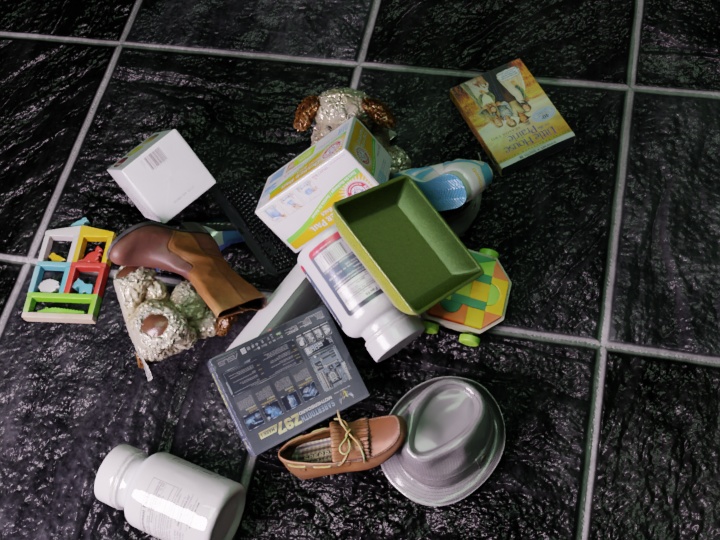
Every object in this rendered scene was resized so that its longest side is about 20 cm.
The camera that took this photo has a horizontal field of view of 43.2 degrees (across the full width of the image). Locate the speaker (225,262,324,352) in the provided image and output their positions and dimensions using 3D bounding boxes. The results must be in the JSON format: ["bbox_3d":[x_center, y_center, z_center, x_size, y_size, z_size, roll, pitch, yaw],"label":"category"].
[{"bbox_3d":[-0.125,0.080,1.450,0.081,0.081,0.200,31,70,22],"label":"speaker"}]

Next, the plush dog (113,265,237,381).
[{"bbox_3d":[-0.283,0.075,1.457,0.171,0.161,0.200,-18,41,-22],"label":"plush dog"}]

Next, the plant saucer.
[{"bbox_3d":[0.063,-0.033,1.350,0.200,0.048,0.200,52,40,9],"label":"plant saucer"}]

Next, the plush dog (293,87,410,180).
[{"bbox_3d":[-0.017,-0.243,1.541,0.199,0.172,0.161,-2,63,8],"label":"plush dog"}]

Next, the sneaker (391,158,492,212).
[{"bbox_3d":[0.126,-0.135,1.451,0.081,0.077,0.200,-30,20,-30],"label":"sneaker"}]

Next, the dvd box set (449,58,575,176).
[{"bbox_3d":[0.265,-0.272,1.605,0.146,0.029,0.200,-24,61,-4],"label":"dvd box set"}]

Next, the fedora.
[{"bbox_3d":[0.117,0.234,1.324,0.200,0.090,0.177,-41,64,-13],"label":"fedora"}]

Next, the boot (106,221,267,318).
[{"bbox_3d":[-0.269,0.011,1.403,0.200,0.188,0.069,47,120,29],"label":"boot"}]

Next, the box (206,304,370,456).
[{"bbox_3d":[-0.108,0.164,1.368,0.199,0.051,0.158,-26,84,-18],"label":"box"}]

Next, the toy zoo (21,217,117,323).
[{"bbox_3d":[-0.501,-0.004,1.584,0.131,0.020,0.201,2,63,10],"label":"toy zoo"}]

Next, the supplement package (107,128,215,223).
[{"bbox_3d":[-0.339,-0.159,1.532,0.114,0.110,0.200,-41,19,-14],"label":"supplement package"}]

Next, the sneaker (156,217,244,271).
[{"bbox_3d":[-0.272,-0.047,1.554,0.199,0.076,0.077,-8,99,-5],"label":"sneaker"}]

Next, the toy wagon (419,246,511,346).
[{"bbox_3d":[0.134,0.025,1.427,0.199,0.040,0.156,17,74,-6],"label":"toy wagon"}]

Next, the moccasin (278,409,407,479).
[{"bbox_3d":[-0.026,0.247,1.311,0.201,0.078,0.074,-15,55,27],"label":"moccasin"}]

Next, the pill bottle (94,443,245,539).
[{"bbox_3d":[-0.278,0.329,1.320,0.199,0.114,0.115,18,66,17],"label":"pill bottle"}]

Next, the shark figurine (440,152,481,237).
[{"bbox_3d":[0.145,-0.088,1.495,0.214,0.090,0.128,-36,64,-9],"label":"shark figurine"}]

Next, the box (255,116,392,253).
[{"bbox_3d":[-0.058,-0.138,1.473,0.200,0.101,0.113,-32,27,27],"label":"box"}]

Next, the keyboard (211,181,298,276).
[{"bbox_3d":[-0.159,-0.083,1.530,0.104,0.040,0.200,-18,64,-42],"label":"keyboard"}]

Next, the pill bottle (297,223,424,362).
[{"bbox_3d":[0.005,0.032,1.377,0.119,0.120,0.200,-32,78,-9],"label":"pill bottle"}]
